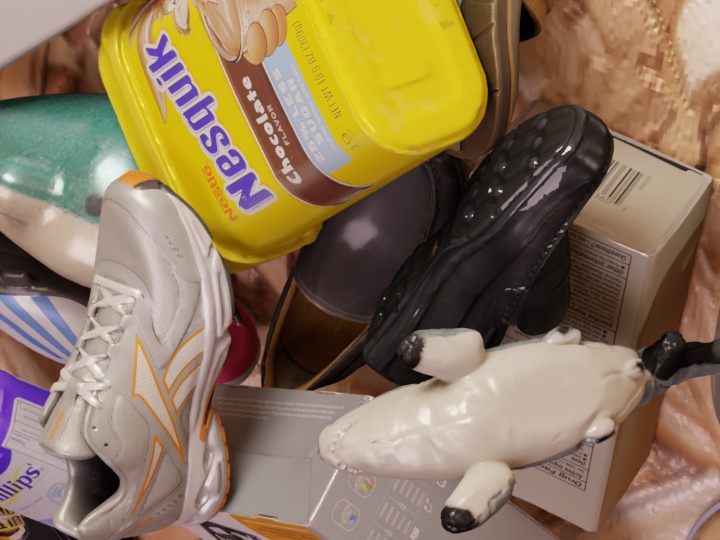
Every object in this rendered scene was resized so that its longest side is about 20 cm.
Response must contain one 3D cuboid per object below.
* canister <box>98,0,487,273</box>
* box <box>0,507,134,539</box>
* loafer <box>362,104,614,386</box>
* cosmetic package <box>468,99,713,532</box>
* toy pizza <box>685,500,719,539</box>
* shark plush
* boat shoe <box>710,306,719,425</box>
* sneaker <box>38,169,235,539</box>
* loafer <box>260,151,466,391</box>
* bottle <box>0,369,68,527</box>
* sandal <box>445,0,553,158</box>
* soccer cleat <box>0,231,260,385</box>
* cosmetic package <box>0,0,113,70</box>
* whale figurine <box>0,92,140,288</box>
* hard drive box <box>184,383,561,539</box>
[{"bbox_3d":[-0.035,-0.094,1.360,0.200,0.086,0.149,-29,84,58],"label":"canister"},{"bbox_3d":[-0.222,0.194,1.839,0.200,0.050,0.199,-13,116,44],"label":"box"},{"bbox_3d":[0.070,-0.005,1.319,0.070,0.068,0.201,26,138,-10],"label":"loafer"},{"bbox_3d":[0.102,0.025,1.418,0.105,0.071,0.200,26,137,17],"label":"cosmetic package"},{"bbox_3d":[0.254,0.195,1.483,0.200,0.032,0.200,21,136,22],"label":"toy pizza"},{"bbox_3d":[0.080,0.051,1.324,0.091,0.200,0.083,64,159,0],"label":"shark plush"},{"bbox_3d":[0.213,-0.002,1.338,0.063,0.073,0.200,-4,130,-14],"label":"boat shoe"},{"bbox_3d":[-0.117,0.051,1.405,0.076,0.092,0.200,26,126,46],"label":"sneaker"},{"bbox_3d":[0.000,0.000,1.475,0.073,0.072,0.200,33,139,10],"label":"loafer"},{"bbox_3d":[-0.220,0.096,1.672,0.200,0.065,0.084,25,142,-29],"label":"bottle"},{"bbox_3d":[0.060,-0.143,1.318,0.080,0.054,0.200,34,130,45],"label":"sandal"},{"bbox_3d":[-0.138,0.028,1.621,0.200,0.070,0.086,22,152,24],"label":"soccer cleat"},{"bbox_3d":[-0.168,-0.171,1.437,0.200,0.085,0.108,-22,102,45],"label":"cosmetic package"},{"bbox_3d":[-0.150,-0.060,1.507,0.200,0.159,0.104,28,100,20],"label":"whale figurine"},{"bbox_3d":[0.012,0.144,1.516,0.200,0.077,0.156,37,160,-31],"label":"hard drive box"}]
